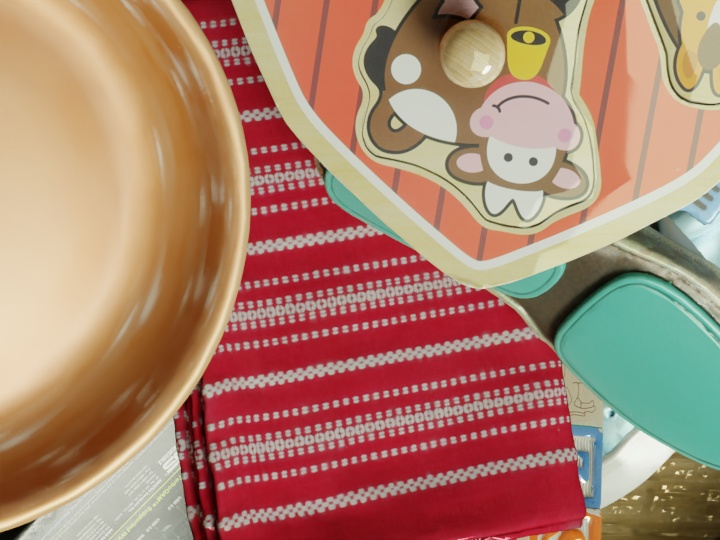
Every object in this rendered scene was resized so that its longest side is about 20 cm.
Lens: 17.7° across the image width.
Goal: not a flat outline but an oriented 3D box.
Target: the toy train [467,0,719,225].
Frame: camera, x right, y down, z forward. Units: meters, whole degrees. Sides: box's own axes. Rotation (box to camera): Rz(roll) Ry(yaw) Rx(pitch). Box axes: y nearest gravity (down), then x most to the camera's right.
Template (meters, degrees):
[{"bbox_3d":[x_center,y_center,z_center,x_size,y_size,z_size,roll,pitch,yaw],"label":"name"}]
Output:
[{"bbox_3d":[0.067,-0.108,0.738,0.199,0.087,0.115,35,96,-9],"label":"toy train"}]

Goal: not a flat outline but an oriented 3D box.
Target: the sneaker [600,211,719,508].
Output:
[{"bbox_3d":[0.107,-0.003,0.869,0.082,0.074,0.201,29,102,-23],"label":"sneaker"}]

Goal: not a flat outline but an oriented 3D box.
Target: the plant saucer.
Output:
[{"bbox_3d":[-0.131,-0.017,0.694,0.199,0.037,0.202,-7,108,-21],"label":"plant saucer"}]

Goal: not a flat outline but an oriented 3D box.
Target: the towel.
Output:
[{"bbox_3d":[0.000,0.000,0.775,0.144,0.022,0.201,-6,84,-25],"label":"towel"}]

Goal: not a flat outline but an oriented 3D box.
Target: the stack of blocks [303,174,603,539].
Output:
[{"bbox_3d":[0.023,0.068,0.819,0.114,0.059,0.202,6,80,-23],"label":"stack of blocks"}]

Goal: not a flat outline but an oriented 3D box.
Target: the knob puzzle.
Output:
[{"bbox_3d":[0.050,-0.090,0.687,0.218,0.030,0.221,1,104,3],"label":"knob puzzle"}]

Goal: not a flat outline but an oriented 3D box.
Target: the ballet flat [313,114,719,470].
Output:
[{"bbox_3d":[0.074,-0.009,0.767,0.200,0.063,0.067,36,137,-17],"label":"ballet flat"}]

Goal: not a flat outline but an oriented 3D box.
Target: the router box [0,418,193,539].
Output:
[{"bbox_3d":[-0.100,0.134,0.863,0.200,0.062,0.150,-45,125,-6],"label":"router box"}]
